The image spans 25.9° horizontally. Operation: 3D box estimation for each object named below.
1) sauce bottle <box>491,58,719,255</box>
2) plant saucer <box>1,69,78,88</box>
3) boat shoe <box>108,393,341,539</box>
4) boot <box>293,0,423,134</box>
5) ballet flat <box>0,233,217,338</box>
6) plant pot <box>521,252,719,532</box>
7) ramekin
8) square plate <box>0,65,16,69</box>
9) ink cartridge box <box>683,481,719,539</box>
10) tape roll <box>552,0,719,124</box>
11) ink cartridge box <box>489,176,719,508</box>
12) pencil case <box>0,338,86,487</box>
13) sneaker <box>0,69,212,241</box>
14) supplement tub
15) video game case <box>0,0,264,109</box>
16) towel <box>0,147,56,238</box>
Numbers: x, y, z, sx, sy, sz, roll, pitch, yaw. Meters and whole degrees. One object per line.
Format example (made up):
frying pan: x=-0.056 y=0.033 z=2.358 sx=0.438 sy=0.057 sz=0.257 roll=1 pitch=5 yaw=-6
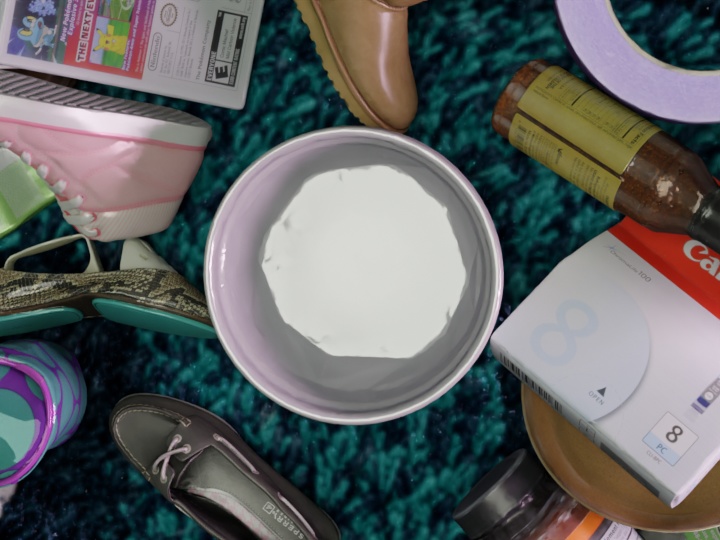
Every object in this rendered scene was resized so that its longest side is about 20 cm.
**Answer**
sauce bottle: x=0.182 y=-0.068 z=1.048 sx=0.200 sy=0.066 sz=0.066 roll=37 pitch=99 yaw=19
plant saucer: x=-0.292 y=-0.182 z=1.113 sx=0.200 sy=0.029 sz=0.200 roll=0 pitch=88 yaw=-6
boat shoe: x=-0.099 y=0.155 z=1.130 sx=0.200 sy=0.057 sz=0.067 roll=35 pitch=98 yaw=3
boot: x=0.059 y=-0.189 z=1.027 sx=0.200 sy=0.066 sz=0.175 roll=-19 pitch=119 yaw=27
ballet flat: x=-0.193 y=0.009 z=1.131 sx=0.200 sy=0.068 sz=0.075 roll=0 pitch=73 yaw=8
plant pot: x=0.210 y=0.083 z=1.064 sx=0.200 sy=0.027 sz=0.200 roll=-5 pitch=65 yaw=10
ramekin: x=0.000 y=0.000 z=1.081 sx=0.200 sy=0.105 sz=0.200 roll=1 pitch=95 yaw=8
square plate: x=-0.221 y=-0.238 z=1.074 sx=0.200 sy=0.028 sz=0.198 roll=-4 pitch=102 yaw=-21
ink cartridge box: x=0.333 y=0.179 z=1.034 sx=0.200 sy=0.084 sz=0.146 roll=-32 pitch=52 yaw=9
tape roll: x=0.227 y=-0.198 z=1.046 sx=0.200 sy=0.085 sz=0.200 roll=1 pitch=94 yaw=7
ink cartridge box: x=0.211 y=0.031 z=1.039 sx=0.160 sy=0.047 sz=0.200 roll=40 pitch=81 yaw=20
pencil case: x=-0.239 y=0.094 z=1.070 sx=0.085 sy=0.200 sz=0.092 roll=42 pitch=88 yaw=-2
sneaker: x=-0.206 y=-0.073 z=1.081 sx=0.200 sy=0.075 sz=0.105 roll=10 pitch=109 yaw=-32
supplement tub: x=0.156 y=0.219 z=1.081 sx=0.107 sy=0.107 sz=0.200 roll=-44 pitch=88 yaw=8
video game case: x=-0.148 y=-0.225 z=1.078 sx=0.182 sy=0.023 sz=0.200 roll=9 pitch=97 yaw=-25
towel: x=-0.307 y=-0.114 z=1.146 sx=0.149 sy=0.031 sz=0.200 roll=-34 pitch=90 yaw=9
